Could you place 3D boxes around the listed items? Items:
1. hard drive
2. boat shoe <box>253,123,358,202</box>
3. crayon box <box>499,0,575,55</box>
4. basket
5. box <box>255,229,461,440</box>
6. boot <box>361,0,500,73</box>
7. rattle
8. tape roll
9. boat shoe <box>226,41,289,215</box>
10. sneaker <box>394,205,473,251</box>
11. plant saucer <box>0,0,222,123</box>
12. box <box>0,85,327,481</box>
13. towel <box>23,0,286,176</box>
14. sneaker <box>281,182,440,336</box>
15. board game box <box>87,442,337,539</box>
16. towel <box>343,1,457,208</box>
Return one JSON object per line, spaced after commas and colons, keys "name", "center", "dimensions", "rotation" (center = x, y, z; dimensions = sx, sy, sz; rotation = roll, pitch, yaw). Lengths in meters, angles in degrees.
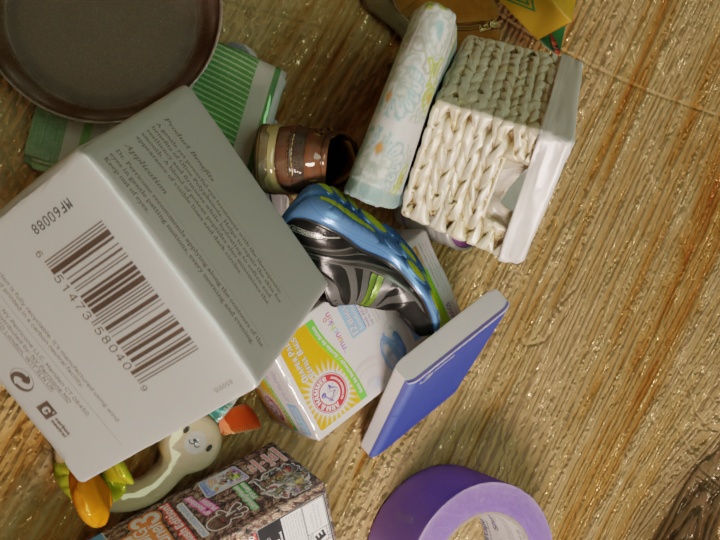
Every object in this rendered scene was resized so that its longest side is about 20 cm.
{"name": "hard drive", "center": [0.069, 0.106, 0.943], "dimensions": [0.131, 0.201, 0.025], "rotation": [-35, 72, -25]}
{"name": "boat shoe", "center": [-0.034, -0.094, 0.872], "dimensions": [0.200, 0.067, 0.073], "rotation": [-9, 102, -75]}
{"name": "crayon box", "center": [0.178, -0.343, 1.034], "dimensions": [0.199, 0.051, 0.128], "rotation": [36, 54, -29]}
{"name": "basket", "center": [0.124, -0.122, 0.890], "dimensions": [0.122, 0.201, 0.136], "rotation": [19, 124, 3]}
{"name": "box", "center": [-0.014, 0.057, 0.932], "dimensions": [0.199, 0.101, 0.113], "rotation": [-34, 109, -25]}
{"name": "boot", "center": [0.074, -0.291, 0.992], "dimensions": [0.143, 0.070, 0.203], "rotation": [-28, 112, -32]}
{"name": "rattle", "center": [-0.159, 0.146, 0.832], "dimensions": [0.198, 0.143, 0.132], "rotation": [-1, 77, -25]}
{"name": "tape roll", "center": [0.108, 0.317, 1.032], "dimensions": [0.198, 0.085, 0.202], "rotation": [-2, 95, -32]}
{"name": "boat shoe", "center": [-0.104, -0.108, 0.896], "dimensions": [0.065, 0.073, 0.202], "rotation": [1, 86, -62]}
{"name": "sneaker", "center": [0.113, -0.075, 1.018], "dimensions": [0.199, 0.099, 0.076], "rotation": [-17, 116, -53]}
{"name": "plant saucer", "center": [-0.215, -0.219, 0.802], "dimensions": [0.198, 0.032, 0.203], "rotation": [1, 85, -9]}
{"name": "box", "center": [-0.172, 0.008, 0.732], "dimensions": [0.200, 0.199, 0.172], "rotation": [54, 28, -12]}
{"name": "towel", "center": [-0.175, -0.136, 0.829], "dimensions": [0.198, 0.023, 0.154], "rotation": [16, 84, -7]}
{"name": "sneaker", "center": [0.000, 0.000, 0.848], "dimensions": [0.083, 0.071, 0.199], "rotation": [-40, 128, 18]}
{"name": "board game box", "center": [-0.123, 0.282, 0.865], "dimensions": [0.199, 0.097, 0.161], "rotation": [-24, 116, -28]}
{"name": "towel", "center": [0.040, -0.142, 0.869], "dimensions": [0.048, 0.200, 0.173], "rotation": [19, 96, 4]}
